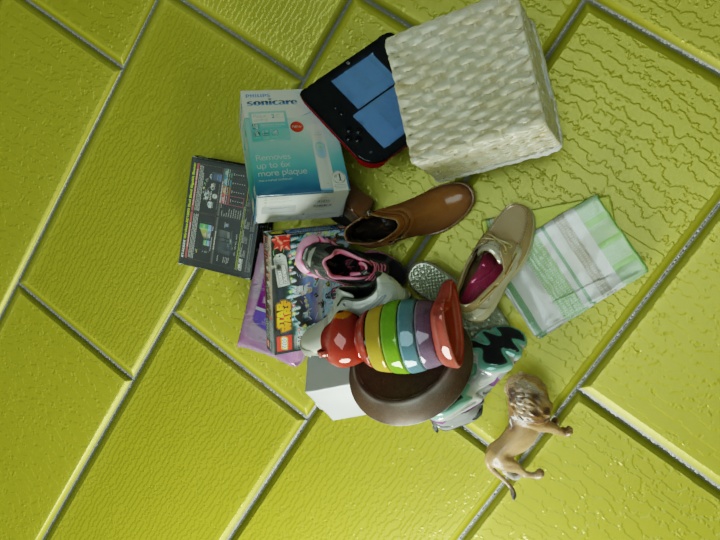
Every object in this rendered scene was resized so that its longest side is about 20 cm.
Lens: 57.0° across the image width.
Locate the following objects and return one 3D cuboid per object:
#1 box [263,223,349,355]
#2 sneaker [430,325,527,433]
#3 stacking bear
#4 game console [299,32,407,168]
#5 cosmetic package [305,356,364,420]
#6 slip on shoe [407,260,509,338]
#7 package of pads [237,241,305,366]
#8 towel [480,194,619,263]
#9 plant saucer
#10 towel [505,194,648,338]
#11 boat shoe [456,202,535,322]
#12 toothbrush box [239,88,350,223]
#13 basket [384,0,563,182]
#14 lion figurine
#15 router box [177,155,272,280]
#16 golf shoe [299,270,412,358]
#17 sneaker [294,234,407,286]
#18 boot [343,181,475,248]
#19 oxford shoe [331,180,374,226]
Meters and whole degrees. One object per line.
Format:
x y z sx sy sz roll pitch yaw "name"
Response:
-0.086 0.030 1.079 0.137 0.040 0.200 -8 109 -26 "box"
0.181 0.180 1.051 0.200 0.140 0.078 -35 55 -12 "sneaker"
0.038 0.092 0.941 0.200 0.121 0.114 -8 107 19 "stacking bear"
0.032 -0.271 1.049 0.200 0.031 0.177 -39 83 -17 "game console"
0.021 0.175 1.088 0.200 0.113 0.081 -12 49 18 "cosmetic package"
0.160 0.053 1.073 0.200 0.061 0.074 37 98 -2 "slip on shoe"
-0.133 0.056 1.156 0.120 0.076 0.200 17 100 13 "package of pads"
0.295 -0.058 1.042 0.200 0.018 0.086 -11 97 17 "towel"
0.069 0.133 0.997 0.200 0.034 0.200 -14 48 17 "plant saucer"
0.315 -0.003 1.021 0.200 0.031 0.149 -35 91 18 "towel"
0.203 -0.018 1.000 0.074 0.069 0.200 22 81 30 "boat shoe"
-0.109 -0.185 1.056 0.146 0.085 0.200 -5 64 -14 "toothbrush box"
0.161 -0.246 0.923 0.200 0.161 0.198 -13 87 20 "basket"
0.245 0.260 1.035 0.122 0.072 0.200 25 96 -19 "lion figurine"
-0.234 -0.094 1.181 0.150 0.062 0.200 13 98 16 "router box"
-0.023 0.061 1.024 0.200 0.078 0.097 -28 123 16 "golf shoe"
0.000 0.000 1.038 0.095 0.200 0.079 15 92 58 "sneaker"
0.075 -0.087 1.034 0.200 0.155 0.077 -15 90 18 "boot"
-0.063 -0.148 1.132 0.200 0.071 0.071 37 74 14 "oxford shoe"
